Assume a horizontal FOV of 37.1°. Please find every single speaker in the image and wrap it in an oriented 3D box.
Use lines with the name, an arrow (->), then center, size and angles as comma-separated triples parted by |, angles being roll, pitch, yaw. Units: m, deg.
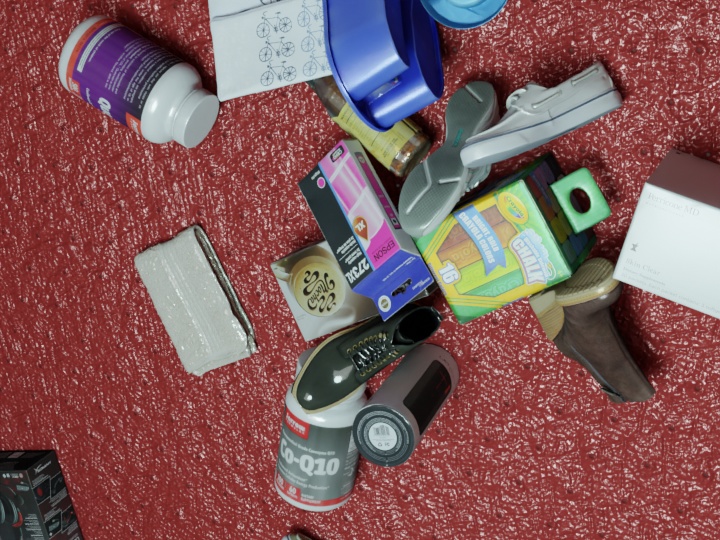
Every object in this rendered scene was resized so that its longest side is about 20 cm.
speaker -> 0.059, 0.162, 1.326 | 0.080, 0.200, 0.082 | 7, 109, 19

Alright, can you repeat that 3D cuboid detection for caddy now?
caddy -> 0.016, -0.253, 1.198 | 0.104, 0.141, 0.202 | -22, 54, 27

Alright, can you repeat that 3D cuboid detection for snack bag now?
snack bag -> -0.108, -0.320, 1.298 | 0.187, 0.021, 0.202 | -7, 89, 28

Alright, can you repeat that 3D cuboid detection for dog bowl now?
dog bowl -> 0.098, -0.366, 1.186 | 0.111, 0.050, 0.201 | -28, 95, 27

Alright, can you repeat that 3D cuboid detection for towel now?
towel -> -0.237, 0.047, 1.529 | 0.132, 0.034, 0.201 | -22, 98, 31

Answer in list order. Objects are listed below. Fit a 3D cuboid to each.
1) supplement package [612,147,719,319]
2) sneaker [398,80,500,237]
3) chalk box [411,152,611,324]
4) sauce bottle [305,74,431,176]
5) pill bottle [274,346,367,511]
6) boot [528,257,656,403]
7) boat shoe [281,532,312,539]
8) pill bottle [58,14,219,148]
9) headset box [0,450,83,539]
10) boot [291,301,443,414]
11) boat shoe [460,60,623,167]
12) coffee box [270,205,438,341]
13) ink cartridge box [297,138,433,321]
supplement package -> 0.387, -0.029, 1.110 | 0.198, 0.156, 0.112 | 22, 117, 18
sneaker -> 0.112, -0.113, 1.207 | 0.070, 0.201, 0.080 | 15, 156, 36
chalk box -> 0.184, -0.045, 1.226 | 0.199, 0.124, 0.126 | -27, 96, 32
sauce bottle -> -0.004, -0.199, 1.299 | 0.200, 0.066, 0.066 | 44, 122, 13
pill bottle -> -0.051, 0.212, 1.451 | 0.113, 0.114, 0.202 | 18, 117, 19
boot -> 0.284, 0.074, 1.212 | 0.167, 0.072, 0.200 | 49, 164, -2
boat shoe -> -0.026, 0.439, 1.564 | 0.199, 0.072, 0.062 | 34, 96, 7
pill bottle -> -0.286, -0.241, 1.396 | 0.199, 0.112, 0.113 | 32, 120, 13
headset box -> -0.564, 0.411, 1.811 | 0.147, 0.075, 0.202 | -5, 107, 28
boot -> 0.006, 0.101, 1.308 | 0.200, 0.138, 0.078 | -41, 94, -9
boat shoe -> 0.188, -0.170, 1.161 | 0.066, 0.198, 0.074 | 66, 160, 2
coffee box -> 0.000, 0.000, 1.362 | 0.199, 0.080, 0.114 | -21, 96, 32
ink cartridge box -> 0.004, -0.047, 1.270 | 0.095, 0.037, 0.201 | -40, 72, 36
